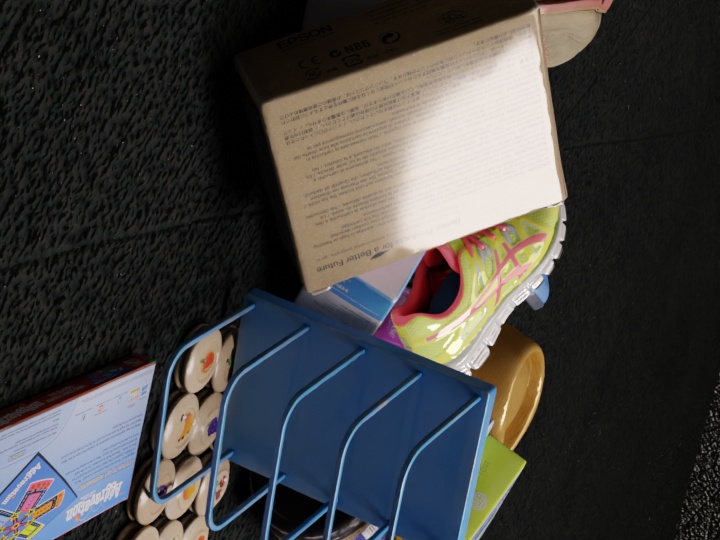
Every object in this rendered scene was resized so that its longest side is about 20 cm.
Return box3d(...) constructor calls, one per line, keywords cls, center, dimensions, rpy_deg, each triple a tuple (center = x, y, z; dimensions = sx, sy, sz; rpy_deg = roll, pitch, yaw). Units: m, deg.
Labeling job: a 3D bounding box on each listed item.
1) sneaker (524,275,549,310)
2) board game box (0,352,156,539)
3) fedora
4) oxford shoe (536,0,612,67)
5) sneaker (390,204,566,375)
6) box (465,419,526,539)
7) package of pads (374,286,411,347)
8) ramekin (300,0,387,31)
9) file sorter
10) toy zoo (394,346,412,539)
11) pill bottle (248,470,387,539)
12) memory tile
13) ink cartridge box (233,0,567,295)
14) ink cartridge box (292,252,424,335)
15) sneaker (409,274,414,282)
box3d(cls="sneaker", center=(0.129, -0.057, 1.627), dimensions=(0.078, 0.066, 0.201), rpy_deg=(-32, 115, -6))
box3d(cls="board game box", center=(-0.194, 0.122, 1.194), dimensions=(0.200, 0.019, 0.104), rpy_deg=(-23, 129, -64))
box3d(cls="fedora", center=(0.105, 0.107, 1.652), dimensions=(0.201, 0.082, 0.201), rpy_deg=(-51, 156, -34))
box3d(cls="oxford shoe", center=(0.141, -0.183, 1.429), dimensions=(0.200, 0.070, 0.075), rpy_deg=(-16, 129, -65))
box3d(cls="sneaker", center=(0.092, -0.010, 1.508), dimensions=(0.090, 0.078, 0.201), rpy_deg=(45, 67, -38))
box3d(cls="box", center=(0.073, 0.223, 1.608), dimensions=(0.122, 0.048, 0.200), rpy_deg=(-50, 169, -34))
box3d(cls="package of pads", center=(0.037, 0.076, 1.681), dimensions=(0.121, 0.075, 0.200), rpy_deg=(-70, 160, 2))
box3d(cls="ramekin", center=(0.043, -0.189, 1.407), dimensions=(0.201, 0.097, 0.201), rpy_deg=(-53, 154, -40))
box3d(cls="file sorter", center=(-0.031, 0.126, 1.321), dimensions=(0.123, 0.199, 0.139), rpy_deg=(-34, 139, -55))
box3d(cls="toy zoo", center=(0.038, 0.162, 1.439), dimensions=(0.131, 0.020, 0.201), rpy_deg=(151, -73, -77))
box3d(cls="pill bottle", center=(-0.017, 0.197, 1.599), dimensions=(0.112, 0.111, 0.200), rpy_deg=(-64, 159, -16))
box3d(cls="memory tile", center=(-0.122, 0.136, 1.403), dimensions=(0.201, 0.017, 0.153), rpy_deg=(-70, 160, 2))
box3d(cls="ink cartridge box", center=(0.030, -0.096, 1.299), dimensions=(0.199, 0.075, 0.165), rpy_deg=(-20, 130, -10))
box3d(cls="ink cartridge box", center=(0.000, 0.000, 1.465), dimensions=(0.116, 0.066, 0.200), rpy_deg=(-60, -179, -27))
box3d(cls="sneaker", center=(0.062, -0.054, 1.573), dimensions=(0.076, 0.105, 0.200), rpy_deg=(-56, 157, -27))
